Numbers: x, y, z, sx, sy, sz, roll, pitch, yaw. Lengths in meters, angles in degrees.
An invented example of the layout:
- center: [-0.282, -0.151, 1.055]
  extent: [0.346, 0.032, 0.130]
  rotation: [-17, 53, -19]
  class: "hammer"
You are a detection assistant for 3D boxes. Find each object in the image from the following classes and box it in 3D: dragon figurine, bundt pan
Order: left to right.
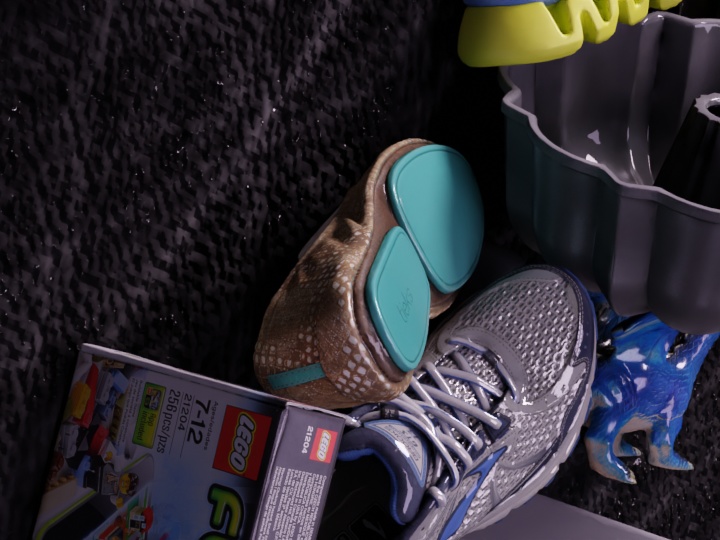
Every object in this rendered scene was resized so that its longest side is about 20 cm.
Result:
- center: [0.114, 0.040, 1.152]
  extent: [0.199, 0.059, 0.100]
  rotation: [-2, 100, -49]
  class: "dragon figurine"
- center: [0.151, -0.035, 1.081]
  extent: [0.201, 0.201, 0.076]
  rotation: [-23, 131, -44]
  class: "bundt pan"

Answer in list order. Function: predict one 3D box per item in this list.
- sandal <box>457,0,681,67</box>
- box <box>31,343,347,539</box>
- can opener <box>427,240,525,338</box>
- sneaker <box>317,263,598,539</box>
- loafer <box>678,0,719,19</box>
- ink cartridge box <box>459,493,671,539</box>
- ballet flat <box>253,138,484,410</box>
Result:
- center: [0.120, -0.156, 1.082]
  extent: [0.199, 0.079, 0.088]
  rotation: [-26, 109, -29]
  class: "sandal"
- center: [-0.078, 0.135, 0.916]
  extent: [0.035, 0.110, 0.202]
  rotation: [17, 86, -49]
  class: "box"
- center: [0.034, 0.089, 1.064]
  extent: [0.053, 0.067, 0.201]
  rotation: [35, 80, -51]
  class: "can opener"
- center: [0.024, 0.075, 0.995]
  extent: [0.200, 0.077, 0.085]
  rotation: [-50, 165, -11]
  class: "sneaker"
- center: [0.185, -0.145, 1.175]
  extent: [0.069, 0.075, 0.202]
  rotation: [-8, 105, -52]
  class: "loafer"
- center: [0.129, 0.201, 1.081]
  extent: [0.147, 0.199, 0.147]
  rotation: [-66, 152, -14]
  class: "ink cartridge box"
- center: [0.000, 0.000, 0.996]
  extent: [0.071, 0.065, 0.200]
  rotation: [66, 19, -10]
  class: "ballet flat"
